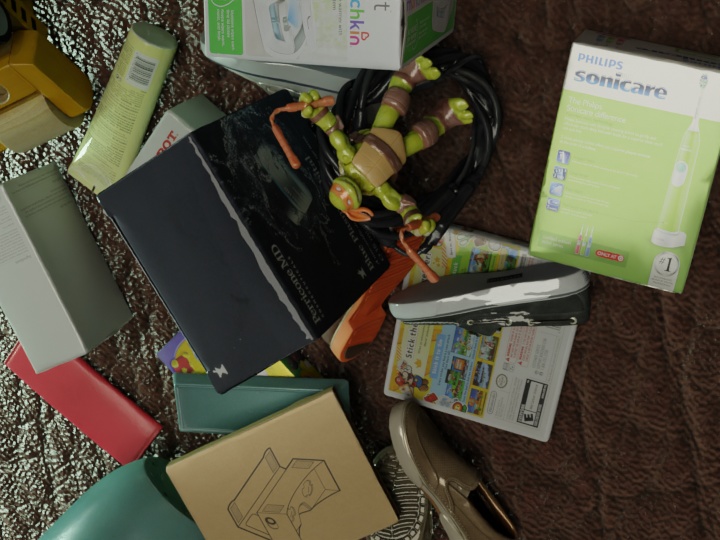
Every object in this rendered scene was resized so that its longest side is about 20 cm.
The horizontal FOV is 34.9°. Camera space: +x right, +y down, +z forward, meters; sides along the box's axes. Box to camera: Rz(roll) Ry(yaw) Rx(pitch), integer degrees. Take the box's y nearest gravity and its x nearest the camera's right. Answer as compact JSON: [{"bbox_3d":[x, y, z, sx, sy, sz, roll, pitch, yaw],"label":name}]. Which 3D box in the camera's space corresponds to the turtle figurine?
[{"bbox_3d":[0.026,-0.098,0.995,0.200,0.161,0.064,44,160,-6],"label":"turtle figurine"}]

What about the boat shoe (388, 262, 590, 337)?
[{"bbox_3d":[0.125,0.036,1.108,0.198,0.069,0.057,-8,107,19],"label":"boat shoe"}]

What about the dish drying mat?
[{"bbox_3d":[-0.326,0.146,1.348,0.200,0.018,0.077,40,115,3],"label":"dish drying mat"}]

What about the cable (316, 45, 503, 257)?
[{"bbox_3d":[0.049,-0.125,1.062,0.163,0.051,0.201,38,80,-16],"label":"cable"}]

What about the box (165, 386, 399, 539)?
[{"bbox_3d":[-0.080,0.233,1.204,0.199,0.021,0.164,-25,102,8],"label":"box"}]

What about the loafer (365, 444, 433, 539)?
[{"bbox_3d":[0.042,0.287,1.250,0.075,0.068,0.202,1,93,9],"label":"loafer"}]

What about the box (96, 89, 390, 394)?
[{"bbox_3d":[-0.094,-0.032,1.010,0.117,0.200,0.198,-28,97,27],"label":"box"}]

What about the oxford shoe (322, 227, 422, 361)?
[{"bbox_3d":[0.000,0.000,1.151,0.073,0.071,0.201,45,127,24],"label":"oxford shoe"}]

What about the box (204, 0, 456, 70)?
[{"bbox_3d":[-0.019,-0.246,1.007,0.175,0.200,0.098,7,112,15],"label":"box"}]

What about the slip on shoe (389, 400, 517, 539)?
[{"bbox_3d":[0.098,0.218,1.200,0.060,0.076,0.201,-20,104,29],"label":"slip on shoe"}]

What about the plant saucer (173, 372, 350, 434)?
[{"bbox_3d":[-0.108,0.147,1.223,0.198,0.019,0.071,1,108,16],"label":"plant saucer"}]

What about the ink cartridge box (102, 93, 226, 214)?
[{"bbox_3d":[-0.143,-0.059,1.178,0.200,0.083,0.147,40,115,2],"label":"ink cartridge box"}]

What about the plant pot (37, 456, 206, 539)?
[{"bbox_3d":[-0.241,0.309,1.286,0.200,0.201,0.161,39,95,1],"label":"plant pot"}]

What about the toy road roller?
[{"bbox_3d":[-0.375,-0.235,1.189,0.122,0.147,0.200,-19,139,23],"label":"toy road roller"}]

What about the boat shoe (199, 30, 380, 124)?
[{"bbox_3d":[-0.065,-0.191,1.118,0.198,0.072,0.066,14,134,14],"label":"boat shoe"}]

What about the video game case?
[{"bbox_3d":[0.126,0.060,1.166,0.180,0.023,0.202,15,113,13],"label":"video game case"}]

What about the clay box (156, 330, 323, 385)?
[{"bbox_3d":[-0.114,0.124,1.253,0.200,0.048,0.115,47,115,-1],"label":"clay box"}]

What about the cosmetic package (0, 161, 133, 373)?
[{"bbox_3d":[-0.343,-0.005,1.249,0.081,0.113,0.201,-19,100,23],"label":"cosmetic package"}]

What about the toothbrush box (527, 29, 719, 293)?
[{"bbox_3d":[0.245,-0.100,1.034,0.144,0.086,0.202,14,113,14],"label":"toothbrush box"}]

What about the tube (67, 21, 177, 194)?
[{"bbox_3d":[-0.249,-0.162,1.200,0.052,0.058,0.201,9,124,-31],"label":"tube"}]
